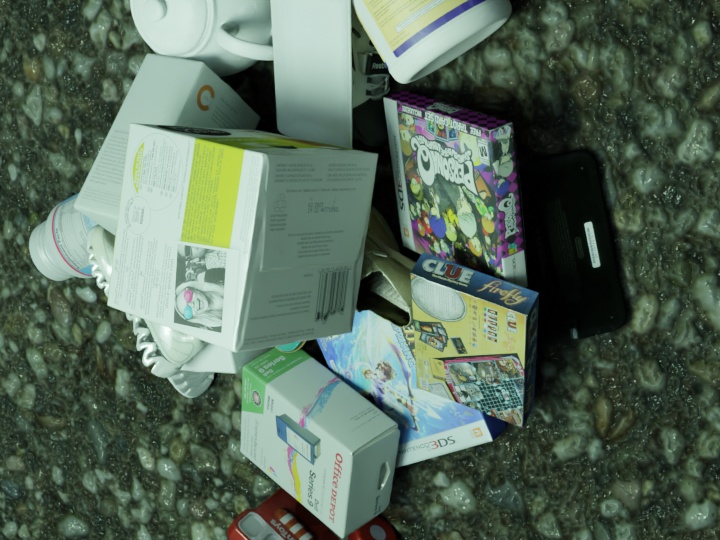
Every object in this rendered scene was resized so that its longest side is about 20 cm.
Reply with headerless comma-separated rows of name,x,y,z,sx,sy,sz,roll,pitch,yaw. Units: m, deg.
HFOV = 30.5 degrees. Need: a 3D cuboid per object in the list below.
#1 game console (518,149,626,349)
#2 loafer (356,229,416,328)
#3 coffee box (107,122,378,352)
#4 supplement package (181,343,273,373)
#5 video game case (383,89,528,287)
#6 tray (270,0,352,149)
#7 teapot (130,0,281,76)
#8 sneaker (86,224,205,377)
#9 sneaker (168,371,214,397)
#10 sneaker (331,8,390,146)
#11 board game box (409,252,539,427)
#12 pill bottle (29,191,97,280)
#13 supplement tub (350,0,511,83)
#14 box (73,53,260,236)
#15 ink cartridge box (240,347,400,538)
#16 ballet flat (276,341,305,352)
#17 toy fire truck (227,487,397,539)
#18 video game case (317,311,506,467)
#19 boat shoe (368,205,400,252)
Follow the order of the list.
game console,0.186,-0.025,1.463,0.173,0.116,0.203,-14,102,4
loafer,0.000,0.000,1.490,0.198,0.067,0.077,25,126,14
coffee box,-0.126,-0.043,1.413,0.196,0.199,0.203,15,102,35
supplement package,-0.187,0.012,1.644,0.120,0.119,0.203,1,108,30
video game case,0.101,-0.088,1.419,0.199,0.035,0.184,28,133,53
tray,-0.048,-0.223,1.426,0.106,0.022,0.202,23,133,27
teapot,-0.189,-0.307,1.514,0.198,0.146,0.200,-18,98,34
sneaker,-0.254,0.025,1.582,0.081,0.075,0.201,-32,91,23
sneaker,-0.257,0.074,1.757,0.202,0.074,0.082,64,161,-10
sneaker,0.005,-0.239,1.461,0.088,0.074,0.202,-14,100,36
board game box,0.123,0.078,1.427,0.134,0.035,0.201,20,144,20
pill bottle,-0.338,-0.054,1.721,0.198,0.108,0.110,-21,96,36
supplement tub,0.050,-0.313,1.363,0.145,0.145,0.202,-30,91,36
box,-0.219,-0.127,1.516,0.097,0.124,0.202,14,74,35
ink cartridge box,-0.053,0.204,1.613,0.199,0.087,0.147,34,135,32
ballet flat,-0.086,-0.003,1.613,0.068,0.063,0.203,0,105,6
toy fire truck,-0.056,0.359,1.661,0.200,0.168,0.113,44,124,11
video game case,0.056,0.127,1.583,0.180,0.045,0.202,-21,95,34
boat shoe,-0.033,-0.064,1.553,0.200,0.066,0.074,49,125,7
